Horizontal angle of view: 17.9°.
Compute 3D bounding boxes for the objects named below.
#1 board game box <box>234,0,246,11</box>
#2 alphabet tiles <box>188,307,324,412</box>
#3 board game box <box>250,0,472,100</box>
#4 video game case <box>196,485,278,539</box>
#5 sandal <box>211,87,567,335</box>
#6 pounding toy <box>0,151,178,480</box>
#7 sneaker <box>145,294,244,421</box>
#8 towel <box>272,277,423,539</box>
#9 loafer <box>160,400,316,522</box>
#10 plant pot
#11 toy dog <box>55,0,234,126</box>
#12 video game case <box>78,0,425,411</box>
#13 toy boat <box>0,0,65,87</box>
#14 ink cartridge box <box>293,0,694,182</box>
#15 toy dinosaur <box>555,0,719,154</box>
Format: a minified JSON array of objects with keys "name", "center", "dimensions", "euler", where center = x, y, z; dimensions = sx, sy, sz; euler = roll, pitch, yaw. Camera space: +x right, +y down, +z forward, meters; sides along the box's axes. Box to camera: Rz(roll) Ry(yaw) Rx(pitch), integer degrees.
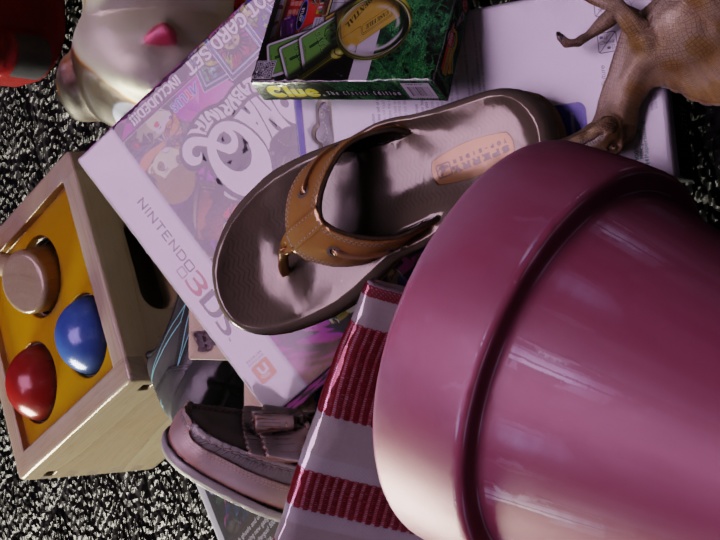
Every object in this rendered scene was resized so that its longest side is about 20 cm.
[{"name":"board game box","center":[-0.003,-0.185,1.286],"dimensions":[0.200,0.046,0.152],"euler":[-57,49,37]},{"name":"alphabet tiles","center":[0.000,0.000,1.229],"dimensions":[0.199,0.006,0.168],"euler":[0,91,19]},{"name":"board game box","center":[0.017,-0.176,1.158],"dimensions":[0.104,0.023,0.201],"euler":[3,64,25]},{"name":"video game case","center":[-0.024,0.133,1.348],"dimensions":[0.200,0.023,0.182],"euler":[-52,52,41]},{"name":"sandal","center":[0.006,-0.033,1.112],"dimensions":[0.199,0.054,0.081],"euler":[-25,80,23]},{"name":"pounding toy","center":[-0.189,0.017,1.464],"dimensions":[0.184,0.142,0.201],"euler":[-40,60,46]},{"name":"sneaker","center":[-0.064,0.005,1.307],"dimensions":[0.200,0.075,0.079],"euler":[-57,47,15]},{"name":"towel","center":[0.035,0.111,1.156],"dimensions":[0.023,0.143,0.201],"euler":[-123,49,-66]},{"name":"loafer","center":[-0.003,0.101,1.190],"dimensions":[0.063,0.199,0.072],"euler":[-61,17,23]},{"name":"plant pot","center":[0.133,0.062,1.009],"dimensions":[0.178,0.200,0.201],"euler":[23,110,34]},{"name":"toy dog","center":[-0.124,-0.177,1.302],"dimensions":[0.194,0.139,0.201],"euler":[171,97,-68]},{"name":"video game case","center":[-0.026,-0.054,1.215],"dimensions":[0.200,0.036,0.182],"euler":[-40,79,15]},{"name":"toy boat","center":[-0.218,-0.227,1.539],"dimensions":[0.130,0.130,0.201],"euler":[-1,91,23]},{"name":"ink cartridge box","center":[0.063,-0.080,1.138],"dimensions":[0.199,0.039,0.100],"euler":[-7,86,24]},{"name":"toy dinosaur","center":[0.159,-0.129,1.056],"dimensions":[0.200,0.058,0.101],"euler":[-38,89,25]}]
